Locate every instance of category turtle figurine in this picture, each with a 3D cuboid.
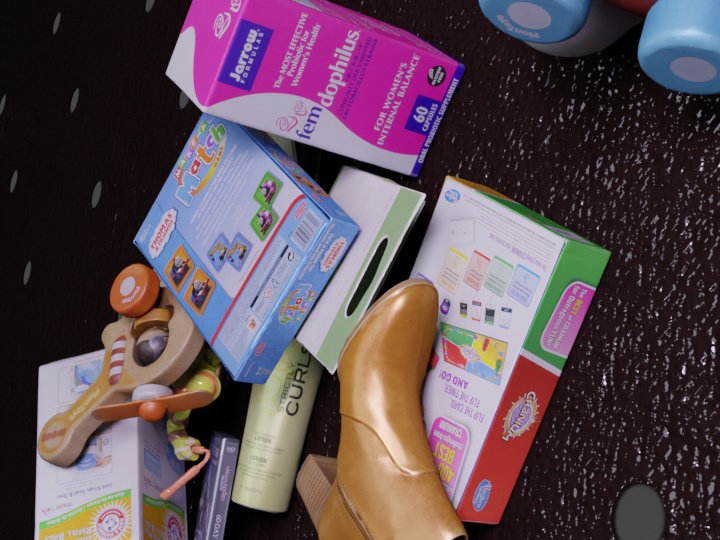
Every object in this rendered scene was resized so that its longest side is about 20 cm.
[{"bbox_3d":[-0.150,0.100,1.090,0.161,0.064,0.200,-127,59,-79],"label":"turtle figurine"}]

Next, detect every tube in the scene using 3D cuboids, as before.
[{"bbox_3d":[-0.068,0.106,1.024,0.052,0.058,0.200,-175,99,-69],"label":"tube"}]

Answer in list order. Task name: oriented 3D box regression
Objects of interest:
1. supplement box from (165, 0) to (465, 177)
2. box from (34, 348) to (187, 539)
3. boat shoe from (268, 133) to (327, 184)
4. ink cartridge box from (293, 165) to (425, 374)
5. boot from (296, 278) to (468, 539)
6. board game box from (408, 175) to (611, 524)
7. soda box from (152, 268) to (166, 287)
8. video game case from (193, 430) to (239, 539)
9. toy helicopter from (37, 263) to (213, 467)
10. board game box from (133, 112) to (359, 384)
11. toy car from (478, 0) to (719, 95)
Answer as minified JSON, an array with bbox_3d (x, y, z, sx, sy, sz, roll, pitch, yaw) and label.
[{"bbox_3d":[-0.035,-0.158,0.933,0.103,0.200,0.101,47,119,54],"label":"supplement box"},{"bbox_3d":[-0.229,0.187,1.092,0.101,0.113,0.200,-14,57,10],"label":"box"},{"bbox_3d":[-0.058,-0.092,1.079,0.074,0.063,0.202,-3,90,53],"label":"boat shoe"},{"bbox_3d":[0.000,0.000,0.908,0.146,0.048,0.200,-63,22,2],"label":"ink cartridge box"},{"bbox_3d":[0.033,0.122,0.777,0.144,0.071,0.201,46,118,46],"label":"boot"},{"bbox_3d":[0.078,0.050,0.824,0.153,0.040,0.200,39,111,56],"label":"board game box"},{"bbox_3d":[-0.137,-0.002,1.115,0.200,0.068,0.064,-32,73,63],"label":"soda box"},{"bbox_3d":[-0.140,0.248,1.072,0.143,0.019,0.200,155,125,-78],"label":"video game case"},{"bbox_3d":[-0.204,0.102,1.021,0.200,0.079,0.132,-45,47,10],"label":"toy helicopter"},{"bbox_3d":[-0.099,-0.029,0.953,0.200,0.037,0.151,47,112,40],"label":"board game box"},{"bbox_3d":[0.155,-0.185,0.726,0.200,0.177,0.184,108,180,-73],"label":"toy car"}]
